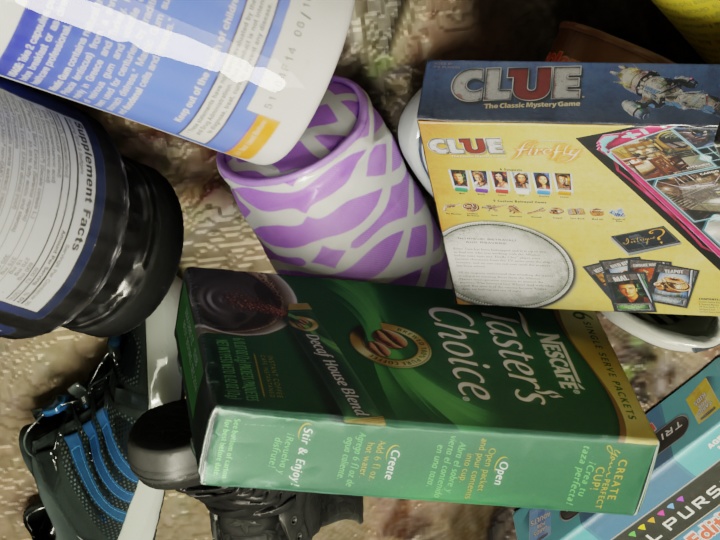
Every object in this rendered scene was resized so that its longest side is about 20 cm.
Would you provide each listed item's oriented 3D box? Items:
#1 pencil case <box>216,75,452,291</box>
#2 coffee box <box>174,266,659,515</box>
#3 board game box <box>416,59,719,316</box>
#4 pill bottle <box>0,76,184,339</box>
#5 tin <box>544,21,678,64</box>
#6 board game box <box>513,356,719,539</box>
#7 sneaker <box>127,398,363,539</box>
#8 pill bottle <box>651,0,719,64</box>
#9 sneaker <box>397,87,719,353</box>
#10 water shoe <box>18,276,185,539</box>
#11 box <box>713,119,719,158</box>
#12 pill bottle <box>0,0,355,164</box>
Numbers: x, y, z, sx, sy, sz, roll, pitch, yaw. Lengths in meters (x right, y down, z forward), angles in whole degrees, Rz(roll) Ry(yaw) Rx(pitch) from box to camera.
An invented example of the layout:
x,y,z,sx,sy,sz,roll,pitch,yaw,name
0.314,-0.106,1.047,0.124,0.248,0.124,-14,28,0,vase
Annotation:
x,y,z,sx,sy,sz,roll,pitch,yaw,name
0.000,0.000,1.101,0.085,0.084,0.200,15,141,41,pencil case
0.022,0.051,1.013,0.199,0.123,0.044,6,119,-13,coffee box
0.132,-0.032,0.975,0.199,0.035,0.136,3,145,12,board game box
-0.174,-0.032,1.008,0.112,0.112,0.200,-39,146,23,pill bottle
0.169,-0.054,1.047,0.199,0.112,0.042,27,95,-21,tin
0.207,0.156,1.251,0.200,0.047,0.151,37,117,-28,board game box
-0.052,0.104,1.125,0.060,0.200,0.105,4,105,22,sneaker
0.181,-0.137,0.985,0.111,0.112,0.200,-34,122,20,pill bottle
0.106,-0.027,1.080,0.200,0.071,0.073,30,96,-30,sneaker
-0.134,0.086,1.158,0.079,0.072,0.201,10,124,-6,water shoe
0.257,-0.004,0.888,0.192,0.048,0.200,3,146,32,box
-0.111,-0.127,0.971,0.199,0.112,0.112,19,124,-18,pill bottle
